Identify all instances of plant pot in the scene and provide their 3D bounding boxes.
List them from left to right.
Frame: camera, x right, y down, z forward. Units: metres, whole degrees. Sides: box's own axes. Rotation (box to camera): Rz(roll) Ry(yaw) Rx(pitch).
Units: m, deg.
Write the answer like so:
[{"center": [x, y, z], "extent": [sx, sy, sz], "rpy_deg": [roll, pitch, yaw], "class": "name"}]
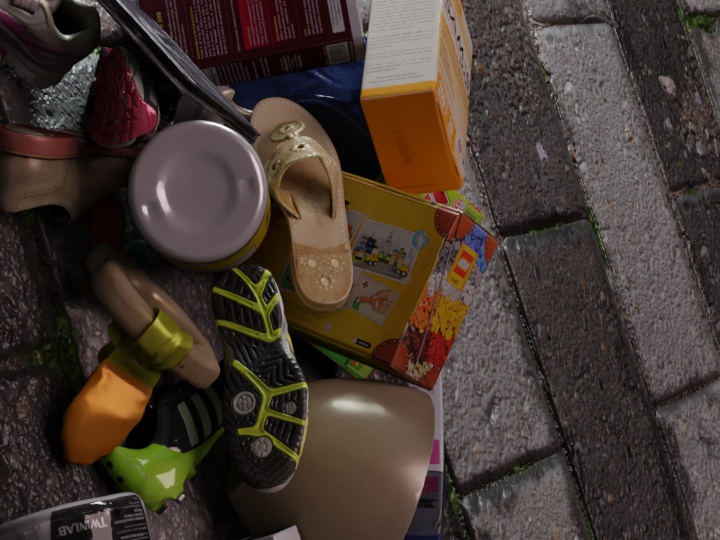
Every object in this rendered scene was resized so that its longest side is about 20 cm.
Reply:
[{"center": [-0.038, 0.175, 1.657], "extent": [0.133, 0.201, 0.202], "rpy_deg": [23, 50, -13], "class": "plant pot"}]

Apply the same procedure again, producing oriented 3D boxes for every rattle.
[{"center": [-0.211, 0.051, 1.586], "extent": [0.130, 0.144, 0.200], "rpy_deg": [14, 24, -46], "class": "rattle"}]

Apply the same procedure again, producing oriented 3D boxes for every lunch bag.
[{"center": [-0.031, -0.161, 1.858], "extent": [0.200, 0.135, 0.134], "rpy_deg": [35, 47, -46], "class": "lunch bag"}]

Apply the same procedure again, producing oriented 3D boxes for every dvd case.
[{"center": [-0.162, -0.180, 1.596], "extent": [0.149, 0.016, 0.200], "rpy_deg": [48, 3, 16], "class": "dvd case"}]

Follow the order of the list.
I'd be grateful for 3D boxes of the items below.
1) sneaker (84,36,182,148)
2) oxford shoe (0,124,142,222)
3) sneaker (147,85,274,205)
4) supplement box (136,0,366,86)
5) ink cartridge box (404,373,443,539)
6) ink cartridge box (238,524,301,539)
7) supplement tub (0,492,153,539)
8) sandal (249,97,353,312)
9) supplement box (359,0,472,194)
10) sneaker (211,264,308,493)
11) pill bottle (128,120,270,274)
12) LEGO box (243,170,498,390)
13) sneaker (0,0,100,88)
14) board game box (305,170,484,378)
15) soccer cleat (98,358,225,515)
[{"center": [-0.183, -0.146, 1.591], "extent": [0.074, 0.081, 0.200], "rpy_deg": [14, 12, -13], "class": "sneaker"}, {"center": [-0.241, -0.078, 1.598], "extent": [0.199, 0.070, 0.076], "rpy_deg": [2, 102, -59], "class": "oxford shoe"}, {"center": [-0.106, -0.091, 1.758], "extent": [0.200, 0.088, 0.082], "rpy_deg": [46, 41, -33], "class": "sneaker"}, {"center": [-0.100, -0.233, 1.741], "extent": [0.061, 0.198, 0.110], "rpy_deg": [79, 2, -75], "class": "supplement box"}, {"center": [0.059, 0.179, 1.805], "extent": [0.201, 0.041, 0.120], "rpy_deg": [93, -2, -59], "class": "ink cartridge box"}, {"center": [-0.066, 0.320, 1.596], "extent": [0.039, 0.099, 0.202], "rpy_deg": [-16, 88, -55], "class": "ink cartridge box"}, {"center": [-0.197, 0.274, 1.409], "extent": [0.122, 0.122, 0.202], "rpy_deg": [-1, 75, -55], "class": "supplement tub"}, {"center": [-0.043, -0.074, 1.660], "extent": [0.077, 0.070, 0.214], "rpy_deg": [-8, 67, -15], "class": "sandal"}, {"center": [0.055, -0.184, 1.767], "extent": [0.127, 0.073, 0.201], "rpy_deg": [70, 19, -45], "class": "supplement box"}, {"center": [-0.077, 0.094, 1.587], "extent": [0.077, 0.075, 0.202], "rpy_deg": [71, 11, -58], "class": "sneaker"}, {"center": [-0.132, -0.056, 1.604], "extent": [0.200, 0.113, 0.115], "rpy_deg": [118, -46, -86], "class": "pill bottle"}, {"center": [0.000, 0.000, 1.713], "extent": [0.077, 0.199, 0.150], "rpy_deg": [34, 79, -54], "class": "LEGO box"}, {"center": [-0.288, -0.229, 1.552], "extent": [0.199, 0.088, 0.082], "rpy_deg": [31, 49, -44], "class": "sneaker"}, {"center": [0.020, -0.004, 1.822], "extent": [0.101, 0.048, 0.201], "rpy_deg": [37, 88, -39], "class": "board game box"}, {"center": [-0.150, 0.120, 1.613], "extent": [0.081, 0.067, 0.200], "rpy_deg": [47, 38, -10], "class": "soccer cleat"}]
